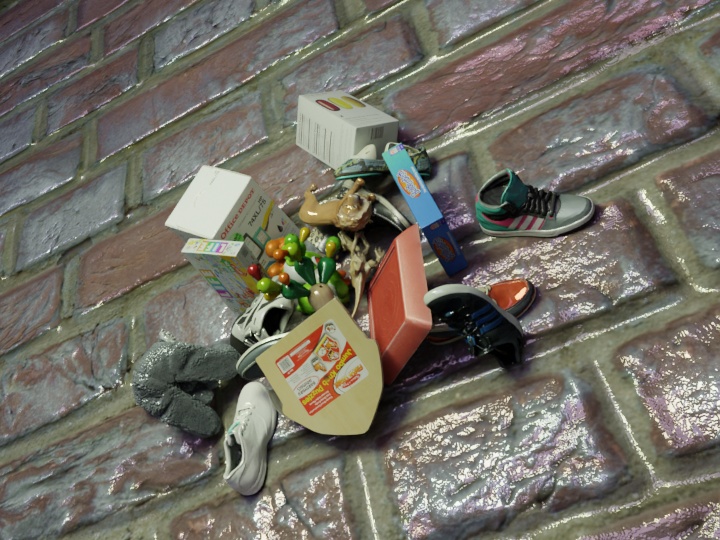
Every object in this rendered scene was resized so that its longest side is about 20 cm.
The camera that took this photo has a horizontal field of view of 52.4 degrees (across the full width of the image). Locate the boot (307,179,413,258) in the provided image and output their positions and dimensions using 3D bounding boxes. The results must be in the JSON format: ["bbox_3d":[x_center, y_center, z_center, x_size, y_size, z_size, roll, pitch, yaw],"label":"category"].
[{"bbox_3d":[-0.004,-0.075,1.393,0.154,0.073,0.203,-51,48,-3],"label":"boot"}]

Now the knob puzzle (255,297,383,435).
[{"bbox_3d":[-0.046,0.174,1.180,0.218,0.030,0.221,0,90,17],"label":"knob puzzle"}]

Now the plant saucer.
[{"bbox_3d":[0.054,0.056,1.205,0.037,0.200,0.200,7,53,-16],"label":"plant saucer"}]

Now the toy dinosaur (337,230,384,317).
[{"bbox_3d":[0.000,0.000,1.286,0.101,0.058,0.201,120,152,-48],"label":"toy dinosaur"}]

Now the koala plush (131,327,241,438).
[{"bbox_3d":[-0.354,0.193,1.365,0.200,0.183,0.178,11,81,58],"label":"koala plush"}]

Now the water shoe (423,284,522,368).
[{"bbox_3d":[0.178,0.085,1.096,0.071,0.199,0.079,-34,42,39],"label":"water shoe"}]

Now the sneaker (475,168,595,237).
[{"bbox_3d":[0.279,-0.119,1.220,0.199,0.121,0.084,-5,58,27],"label":"sneaker"}]

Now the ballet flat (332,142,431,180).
[{"bbox_3d":[0.040,-0.209,1.393,0.199,0.074,0.074,-5,46,-23],"label":"ballet flat"}]

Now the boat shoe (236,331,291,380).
[{"bbox_3d":[-0.118,0.146,1.235,0.199,0.073,0.062,-23,50,8],"label":"boat shoe"}]

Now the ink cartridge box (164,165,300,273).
[{"bbox_3d":[-0.247,-0.084,1.451,0.146,0.200,0.147,17,70,37],"label":"ink cartridge box"}]

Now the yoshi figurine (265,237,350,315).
[{"bbox_3d":[-0.111,0.019,1.376,0.200,0.112,0.112,30,93,37],"label":"yoshi figurine"}]

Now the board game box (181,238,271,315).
[{"bbox_3d":[-0.226,0.020,1.370,0.134,0.200,0.034,5,54,33],"label":"board game box"}]

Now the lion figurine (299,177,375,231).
[{"bbox_3d":[-0.051,-0.109,1.329,0.199,0.073,0.123,-9,36,41],"label":"lion figurine"}]

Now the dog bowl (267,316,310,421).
[{"bbox_3d":[-0.065,0.176,1.269,0.199,0.059,0.201,-15,54,22],"label":"dog bowl"}]

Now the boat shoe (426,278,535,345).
[{"bbox_3d":[0.188,0.060,1.196,0.199,0.063,0.071,-24,49,13],"label":"boat shoe"}]

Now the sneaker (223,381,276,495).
[{"bbox_3d":[-0.199,0.276,1.262,0.075,0.089,0.201,-17,53,22],"label":"sneaker"}]

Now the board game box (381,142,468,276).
[{"bbox_3d":[0.113,-0.107,1.288,0.045,0.152,0.200,-28,49,7],"label":"board game box"}]

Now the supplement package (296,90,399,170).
[{"bbox_3d":[-0.031,-0.279,1.485,0.113,0.110,0.200,-17,38,-35],"label":"supplement package"}]

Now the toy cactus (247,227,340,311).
[{"bbox_3d":[-0.095,0.017,1.265,0.102,0.166,0.200,-27,4,38],"label":"toy cactus"}]

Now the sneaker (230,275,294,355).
[{"bbox_3d":[-0.181,0.107,1.324,0.200,0.074,0.089,-56,28,30],"label":"sneaker"}]
